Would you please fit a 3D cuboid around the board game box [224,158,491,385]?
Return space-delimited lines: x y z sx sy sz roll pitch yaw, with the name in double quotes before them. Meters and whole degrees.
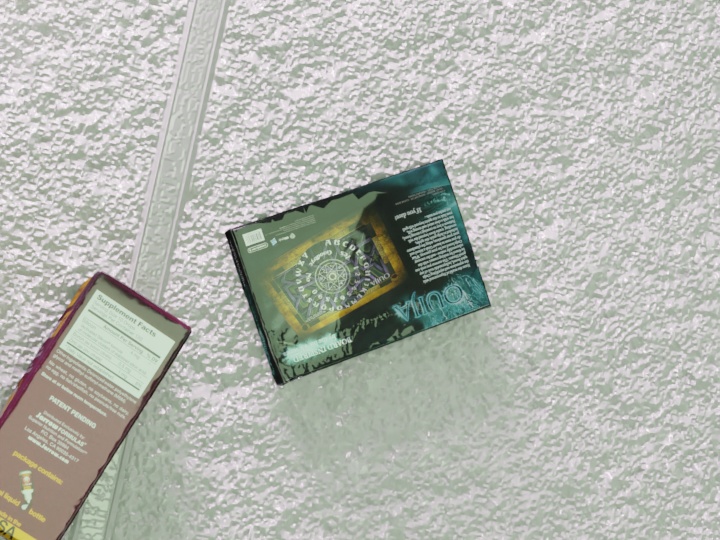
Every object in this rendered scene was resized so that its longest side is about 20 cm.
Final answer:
"board game box" 0.000 0.000 1.229 0.199 0.028 0.136 -19 91 -18

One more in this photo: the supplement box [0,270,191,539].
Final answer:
"supplement box" -0.222 0.109 1.107 0.085 0.110 0.201 34 76 -11
